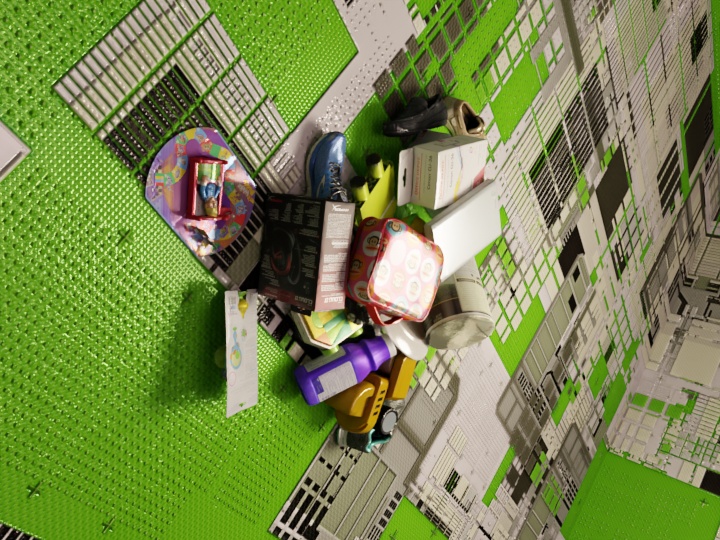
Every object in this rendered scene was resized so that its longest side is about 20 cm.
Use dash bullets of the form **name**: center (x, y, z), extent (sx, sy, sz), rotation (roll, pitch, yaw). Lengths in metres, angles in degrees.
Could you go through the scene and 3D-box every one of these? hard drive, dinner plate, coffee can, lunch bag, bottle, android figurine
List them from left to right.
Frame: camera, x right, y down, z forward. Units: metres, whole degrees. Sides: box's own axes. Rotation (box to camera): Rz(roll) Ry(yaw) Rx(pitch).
- **bottle**: center (-0.028, 0.185, 1.245), extent (0.199, 0.065, 0.084), rotation (-26, 133, -12)
- **android figurine**: center (0.022, -0.124, 1.241), extent (0.182, 0.041, 0.200), rotation (-59, 156, -26)
- **lunch bag**: center (0.060, 0.013, 1.139), extent (0.200, 0.082, 0.177), rotation (29, 73, -47)
- **dinner plate**: center (0.093, 0.090, 1.346), extent (0.200, 0.024, 0.201), rotation (43, 30, -33)
- **coffee can**: center (0.190, 0.047, 1.370), extent (0.146, 0.146, 0.201), rotation (35, 36, -48)
- **hard drive**: center (0.210, -0.082, 1.298), extent (0.200, 0.026, 0.132), rotation (-35, 128, -29)

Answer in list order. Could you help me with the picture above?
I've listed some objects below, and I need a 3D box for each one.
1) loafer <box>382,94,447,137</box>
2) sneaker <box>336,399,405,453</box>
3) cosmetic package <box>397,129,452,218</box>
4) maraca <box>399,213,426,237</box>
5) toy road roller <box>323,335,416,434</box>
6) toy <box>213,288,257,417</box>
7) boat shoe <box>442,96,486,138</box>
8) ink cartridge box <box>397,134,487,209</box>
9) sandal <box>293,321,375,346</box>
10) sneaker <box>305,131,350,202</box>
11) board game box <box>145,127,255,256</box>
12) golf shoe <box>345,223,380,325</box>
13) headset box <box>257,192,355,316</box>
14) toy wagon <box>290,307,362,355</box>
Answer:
- **loafer**: center (0.108, -0.312, 1.294), extent (0.200, 0.068, 0.071), rotation (-29, 115, -46)
- **sneaker**: center (0.043, 0.342, 1.414), extent (0.200, 0.091, 0.078), rotation (-28, 123, -41)
- **cosmetic package**: center (0.173, -0.198, 1.389), extent (0.107, 0.090, 0.200), rotation (-57, 140, -13)
- **maraca**: center (0.091, -0.021, 1.293), extent (0.137, 0.106, 0.201), rotation (69, 35, -55)
- **toy road roller**: center (0.011, 0.233, 1.315), extent (0.146, 0.123, 0.201), rotation (23, 85, -50)
- **toy**: center (-0.212, 0.132, 1.075), extent (0.115, 0.047, 0.201), rotation (-1, 94, -73)
- **boat shoe**: center (0.245, -0.316, 1.446), extent (0.200, 0.064, 0.072), rotation (32, 78, -49)
- **ink cartridge box**: center (0.162, -0.192, 1.266), extent (0.200, 0.067, 0.117), rotation (-22, 122, -39)
- **sandal**: center (-0.051, 0.116, 1.275), extent (0.200, 0.048, 0.076), rotation (19, 89, -37)
- **sneaker**: center (-0.051, -0.146, 1.146), extent (0.078, 0.089, 0.201), rotation (3, 100, -50)
- **board game box**: center (-0.228, -0.118, 0.988), extent (0.158, 0.039, 0.200), rotation (-53, 136, -23)
- **golf shoe**: center (0.000, 0.000, 1.193), extent (0.088, 0.077, 0.201), rotation (-31, 118, -45)
- **headset box**: center (-0.095, -0.024, 1.085), extent (0.075, 0.148, 0.201), rotation (-2, 101, -48)
- **toy wagon**: center (-0.044, 0.058, 1.221), extent (0.200, 0.039, 0.156), rotation (-32, 105, -38)
